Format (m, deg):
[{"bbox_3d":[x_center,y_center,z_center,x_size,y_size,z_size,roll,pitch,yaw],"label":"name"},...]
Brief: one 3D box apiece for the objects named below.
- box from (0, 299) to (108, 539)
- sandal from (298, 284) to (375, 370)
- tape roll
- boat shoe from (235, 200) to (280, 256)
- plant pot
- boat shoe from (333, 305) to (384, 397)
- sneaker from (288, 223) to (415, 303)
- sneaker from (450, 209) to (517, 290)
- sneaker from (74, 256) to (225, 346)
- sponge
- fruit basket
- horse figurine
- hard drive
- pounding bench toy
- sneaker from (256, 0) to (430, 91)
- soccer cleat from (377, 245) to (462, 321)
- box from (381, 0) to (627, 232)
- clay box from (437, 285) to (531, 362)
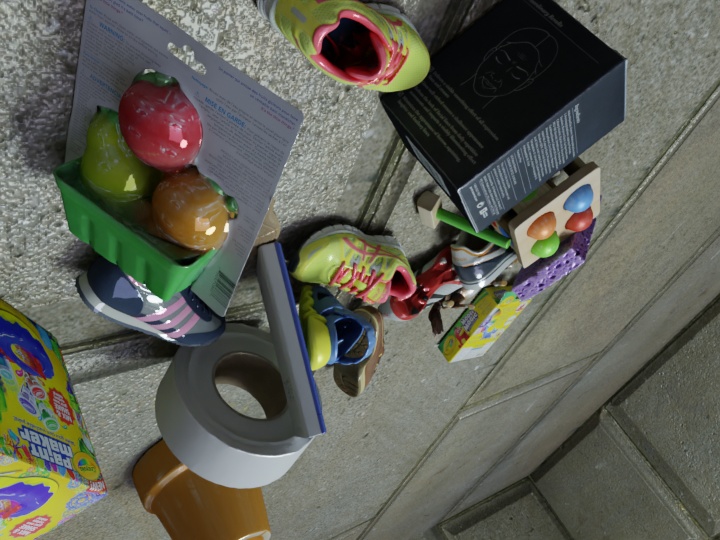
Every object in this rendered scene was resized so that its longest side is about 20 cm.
[{"bbox_3d":[-0.345,0.122,0.542,0.121,0.193,0.201,-30,151,-7],"label":"box"},{"bbox_3d":[-0.035,0.071,0.799,0.086,0.200,0.080,1,107,-11],"label":"sandal"},{"bbox_3d":[-0.148,0.162,0.793,0.201,0.203,0.071,0,136,-45],"label":"tape roll"},{"bbox_3d":[-0.122,-0.067,0.627,0.071,0.065,0.200,-18,165,-12],"label":"boat shoe"},{"bbox_3d":[-0.237,0.368,1.013,0.199,0.184,0.201,-25,149,-16],"label":"plant pot"},{"bbox_3d":[0.003,0.122,1.028,0.067,0.072,0.201,-38,153,-38],"label":"boat shoe"},{"bbox_3d":[0.000,0.000,0.805,0.199,0.091,0.078,-1,138,-42],"label":"sneaker"},{"bbox_3d":[0.213,-0.062,0.953,0.200,0.078,0.080,-43,121,-22],"label":"sneaker"},{"bbox_3d":[-0.196,0.027,0.679,0.082,0.070,0.200,-39,152,12],"label":"sneaker"},{"bbox_3d":[0.290,-0.043,0.927,0.112,0.030,0.200,-43,-174,41],"label":"sponge"},{"bbox_3d":[-0.146,-0.086,0.487,0.201,0.184,0.094,-60,172,31],"label":"fruit basket"},{"bbox_3d":[0.181,0.029,1.055,0.199,0.050,0.132,-35,-172,-7],"label":"horse figurine"},{"bbox_3d":[-0.080,0.083,0.710,0.025,0.202,0.132,-13,169,-13],"label":"hard drive"},{"bbox_3d":[0.190,-0.083,0.827,0.199,0.157,0.124,-36,151,3],"label":"pounding bench toy"},{"bbox_3d":[0.003,-0.189,0.553,0.199,0.091,0.078,2,133,-49],"label":"sneaker"},{"bbox_3d":[0.110,0.018,0.990,0.199,0.069,0.085,-34,-174,-29],"label":"soccer cleat"},{"bbox_3d":[0.150,-0.170,0.670,0.199,0.149,0.107,-37,151,6],"label":"box"},{"bbox_3d":[0.250,0.096,1.252,0.114,0.048,0.201,-3,136,-43],"label":"clay box"}]
